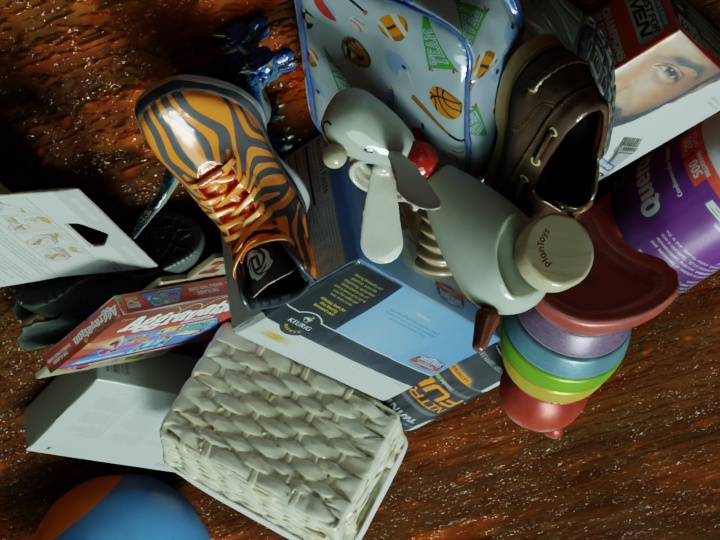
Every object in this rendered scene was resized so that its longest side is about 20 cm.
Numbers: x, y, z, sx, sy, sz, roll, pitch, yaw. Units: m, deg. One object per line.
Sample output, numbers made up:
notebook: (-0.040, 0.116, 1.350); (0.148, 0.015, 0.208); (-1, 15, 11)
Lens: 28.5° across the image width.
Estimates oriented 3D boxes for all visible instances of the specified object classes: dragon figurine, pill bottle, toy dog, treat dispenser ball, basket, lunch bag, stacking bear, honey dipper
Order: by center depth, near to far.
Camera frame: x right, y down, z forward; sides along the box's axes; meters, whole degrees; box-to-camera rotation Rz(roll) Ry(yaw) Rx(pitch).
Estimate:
toy dog: (0.049, -0.023, 0.925); (0.199, 0.097, 0.132); (29, 157, 13)
lunch bag: (0.027, -0.145, 0.949); (0.160, 0.076, 0.201); (30, 152, 20)
dragon figurine: (-0.117, -0.106, 1.029); (0.199, 0.059, 0.099); (-30, 141, 21)
honey dipper: (0.070, -0.094, 1.055); (0.038, 0.038, 0.202); (0, 114, -16)
stacking bear: (0.168, 0.061, 1.184); (0.113, 0.121, 0.201); (-34, 153, -30)
pill bottle: (0.264, -0.043, 1.195); (0.112, 0.113, 0.200); (18, 138, -37)
basket: (-0.068, 0.150, 1.268); (0.199, 0.136, 0.124); (27, 161, 9)
pill bottle: (0.065, 0.084, 1.340); (0.199, 0.107, 0.106); (-32, 142, 30)
treat dispenser ball: (-0.256, 0.320, 1.522); (0.199, 0.202, 0.201); (-8, 148, -5)

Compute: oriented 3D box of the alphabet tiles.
alphabet tiles: (-0.161, 0.035, 1.222); (0.199, 0.008, 0.167); (-35, 166, 29)

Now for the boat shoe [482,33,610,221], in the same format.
boat shoe: (0.125, -0.066, 0.944); (0.070, 0.070, 0.201); (-33, 152, -13)

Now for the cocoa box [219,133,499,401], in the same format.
cocoa box: (0.000, 0.000, 1.162); (0.131, 0.134, 0.199); (-30, 143, 27)

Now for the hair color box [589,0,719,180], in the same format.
hair color box: (0.177, -0.128, 1.083); (0.199, 0.064, 0.111); (-32, 141, 29)

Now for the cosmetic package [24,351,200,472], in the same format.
cosmetic package: (-0.207, 0.138, 1.394); (0.199, 0.052, 0.151); (15, 138, -35)

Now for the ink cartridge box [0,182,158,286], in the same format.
ink cartridge box: (-0.261, -0.037, 1.052); (0.174, 0.045, 0.200); (-8, 163, 6)

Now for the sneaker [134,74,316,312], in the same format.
sneaker: (-0.079, -0.046, 0.976); (0.077, 0.113, 0.200); (-28, 142, 15)

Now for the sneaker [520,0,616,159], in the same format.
sneaker: (0.113, -0.157, 0.983); (0.087, 0.075, 0.201); (-16, 119, 36)

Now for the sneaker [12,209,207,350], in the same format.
sneaker: (-0.212, 0.012, 1.193); (0.198, 0.060, 0.104); (-18, 156, 6)

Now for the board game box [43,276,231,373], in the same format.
board game box: (-0.160, 0.040, 1.187); (0.103, 0.020, 0.199); (-37, 165, 34)
